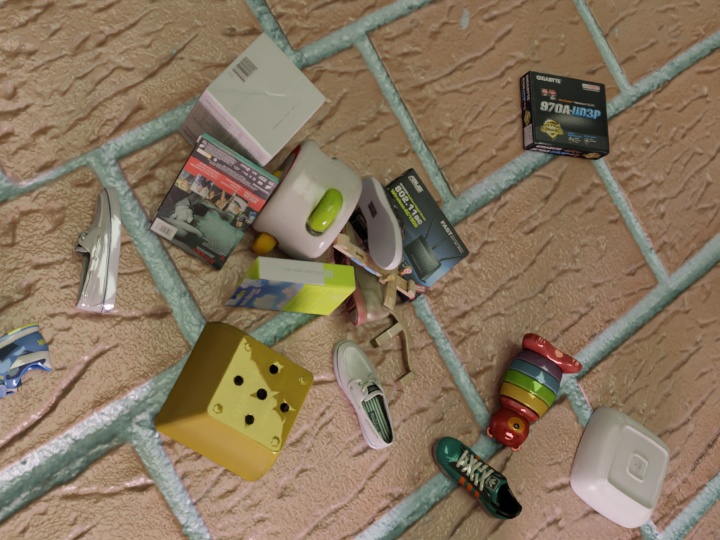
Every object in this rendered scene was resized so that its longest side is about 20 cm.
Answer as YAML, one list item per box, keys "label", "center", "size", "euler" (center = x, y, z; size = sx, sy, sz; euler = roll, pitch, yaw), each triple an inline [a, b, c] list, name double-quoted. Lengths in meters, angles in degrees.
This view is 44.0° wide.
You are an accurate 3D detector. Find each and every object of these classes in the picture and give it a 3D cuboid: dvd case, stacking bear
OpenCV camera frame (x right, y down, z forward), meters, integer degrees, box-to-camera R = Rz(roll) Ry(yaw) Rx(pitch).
- label: "dvd case"
  center: [-0.243, -0.109, 1.460]
  size: [0.144, 0.201, 0.022]
  euler: [29, 27, -15]
- label: "stacking bear"
  center: [0.312, 0.238, 1.682]
  size: [0.120, 0.114, 0.202]
  euler: [31, 79, -5]

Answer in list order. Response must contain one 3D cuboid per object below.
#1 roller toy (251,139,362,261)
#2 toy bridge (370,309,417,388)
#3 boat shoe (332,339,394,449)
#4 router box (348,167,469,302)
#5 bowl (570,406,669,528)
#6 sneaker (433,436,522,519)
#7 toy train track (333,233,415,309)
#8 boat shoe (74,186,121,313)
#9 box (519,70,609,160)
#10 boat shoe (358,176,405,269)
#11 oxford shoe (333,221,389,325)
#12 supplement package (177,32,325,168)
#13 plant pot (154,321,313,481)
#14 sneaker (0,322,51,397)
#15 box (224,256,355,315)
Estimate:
- label: "roller toy"
  center: [-0.099, -0.120, 1.522]
  size: [0.139, 0.200, 0.184]
  euler: [35, 44, -15]
- label: "toy bridge"
  center: [0.050, 0.117, 1.627]
  size: [0.067, 0.027, 0.202]
  euler: [-33, 93, -27]
- label: "boat shoe"
  center: [0.015, 0.214, 1.569]
  size: [0.073, 0.067, 0.203]
  euler: [-25, 90, -27]
- label: "router box"
  center: [0.091, -0.065, 1.664]
  size: [0.149, 0.062, 0.202]
  euler: [-38, 96, -27]
- label: "bowl"
  center: [0.528, 0.391, 1.771]
  size: [0.198, 0.074, 0.202]
  euler: [34, 69, -14]
- label: "sneaker"
  center: [0.220, 0.376, 1.623]
  size: [0.200, 0.080, 0.072]
  euler: [45, 65, -10]
- label: "toy train track"
  center: [0.034, -0.010, 1.539]
  size: [0.199, 0.032, 0.117]
  euler: [33, 49, -34]
- label: "boat shoe"
  center: [-0.419, -0.036, 1.414]
  size: [0.064, 0.073, 0.204]
  euler: [5, 76, -28]
- label: "box"
  center: [0.433, -0.327, 1.887]
  size: [0.196, 0.046, 0.163]
  euler: [5, 78, -24]
- label: "boat shoe"
  center: [0.047, -0.078, 1.543]
  size: [0.065, 0.070, 0.202]
  euler: [18, 36, -35]
- label: "oxford shoe"
  center: [0.000, 0.000, 1.592]
  size: [0.073, 0.071, 0.204]
  euler: [-7, 70, -18]
- label: "supplement package"
  center: [-0.187, -0.260, 1.497]
  size: [0.151, 0.199, 0.152]
  euler: [45, 65, -10]
- label: "plant pot"
  center: [-0.182, 0.203, 1.418]
  size: [0.198, 0.176, 0.202]
  euler: [32, 68, -16]
- label: "sneaker"
  center: [-0.549, 0.157, 1.315]
  size: [0.198, 0.074, 0.083]
  euler: [-33, 96, -26]
- label: "box"
  center: [-0.121, 0.028, 1.512]
  size: [0.196, 0.122, 0.049]
  euler: [6, 63, -24]
